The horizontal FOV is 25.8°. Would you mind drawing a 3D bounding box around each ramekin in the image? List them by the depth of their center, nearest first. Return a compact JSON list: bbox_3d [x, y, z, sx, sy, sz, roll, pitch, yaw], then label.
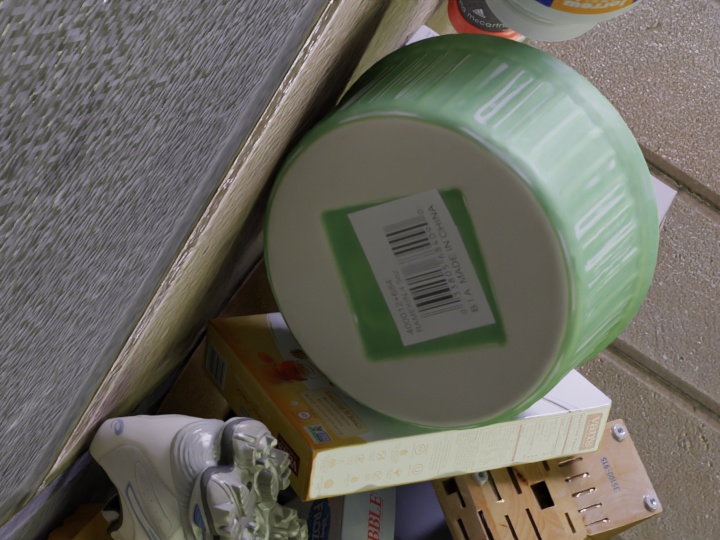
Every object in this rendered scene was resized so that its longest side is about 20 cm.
[{"bbox_3d":[0.046,-0.015,0.822,0.098,0.200,0.200,-40,165,-55],"label":"ramekin"}]

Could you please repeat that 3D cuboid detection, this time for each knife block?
[{"bbox_3d":[0.094,0.161,0.994,0.200,0.064,0.176,-11,160,-37],"label":"knife block"}]

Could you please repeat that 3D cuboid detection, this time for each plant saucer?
[{"bbox_3d":[-0.085,0.065,1.040,0.200,0.035,0.200,-56,178,-3],"label":"plant saucer"}]

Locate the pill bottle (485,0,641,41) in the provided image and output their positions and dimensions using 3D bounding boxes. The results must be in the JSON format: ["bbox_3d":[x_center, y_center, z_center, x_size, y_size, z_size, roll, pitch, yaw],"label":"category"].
[{"bbox_3d":[0.124,-0.201,0.838,0.112,0.112,0.200,-56,177,-19],"label":"pill bottle"}]

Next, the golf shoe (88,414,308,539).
[{"bbox_3d":[-0.084,0.139,0.821,0.200,0.097,0.078,84,26,-44],"label":"golf shoe"}]

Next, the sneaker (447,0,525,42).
[{"bbox_3d":[0.134,-0.235,1.077,0.200,0.077,0.082,-56,171,-31],"label":"sneaker"}]

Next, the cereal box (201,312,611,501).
[{"bbox_3d":[0.026,0.067,0.919,0.200,0.144,0.040,-6,120,-29],"label":"cereal box"}]

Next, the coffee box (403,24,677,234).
[{"bbox_3d":[0.087,-0.050,1.019,0.080,0.200,0.113,-54,176,-45],"label":"coffee box"}]

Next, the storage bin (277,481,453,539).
[{"bbox_3d":[-0.014,0.149,1.060,0.146,0.200,0.134,120,-6,-48],"label":"storage bin"}]

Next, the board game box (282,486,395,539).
[{"bbox_3d":[-0.059,0.242,0.923,0.199,0.041,0.200,-37,-144,39],"label":"board game box"}]

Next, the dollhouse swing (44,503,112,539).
[{"bbox_3d":[-0.214,0.244,0.852,0.181,0.176,0.200,-15,-173,11],"label":"dollhouse swing"}]
